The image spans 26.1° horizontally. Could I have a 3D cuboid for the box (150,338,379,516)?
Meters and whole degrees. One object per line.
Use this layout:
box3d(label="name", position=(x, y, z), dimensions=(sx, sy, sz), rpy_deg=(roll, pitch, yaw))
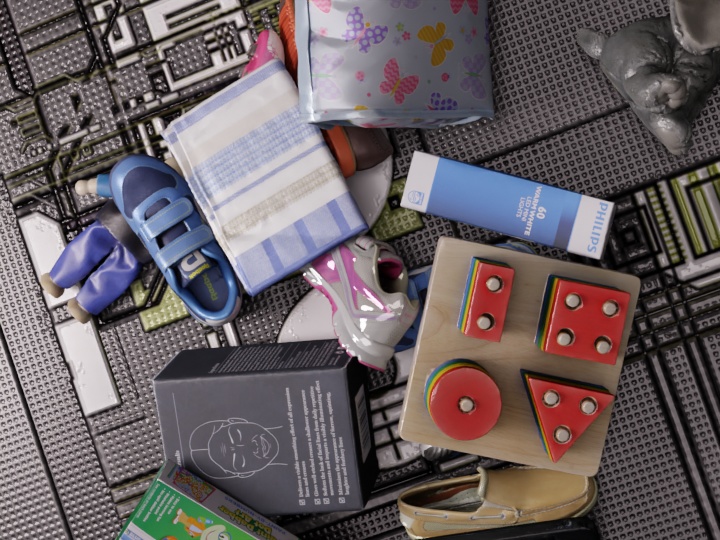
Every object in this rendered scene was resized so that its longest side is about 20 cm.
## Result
box3d(label="box", position=(-0.092, 0.158, 1.557), dimensions=(0.198, 0.107, 0.150), rpy_deg=(-4, 103, 10))

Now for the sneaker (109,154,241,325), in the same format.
box3d(label="sneaker", position=(-0.179, -0.030, 1.565), dimensions=(0.074, 0.082, 0.201), rpy_deg=(-35, 103, -2))

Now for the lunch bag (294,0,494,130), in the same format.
box3d(label="lunch bag", position=(0.020, -0.223, 1.497), dimensions=(0.127, 0.199, 0.171), rpy_deg=(-3, 92, 53))

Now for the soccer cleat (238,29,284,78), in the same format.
box3d(label="soccer cleat", position=(-0.093, -0.142, 1.595), dimensions=(0.086, 0.070, 0.202), rpy_deg=(12, 91, -12))

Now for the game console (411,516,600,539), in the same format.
box3d(label="game console", position=(0.147, 0.333, 1.527), dimensions=(0.198, 0.176, 0.117), rpy_deg=(-10, 61, 10))

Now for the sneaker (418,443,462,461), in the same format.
box3d(label="sneaker", position=(0.132, 0.112, 1.551), dimensions=(0.200, 0.076, 0.077), rpy_deg=(-41, 77, -1))

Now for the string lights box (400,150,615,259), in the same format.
box3d(label="string lights box", position=(0.147, -0.064, 1.524), dimensions=(0.198, 0.103, 0.059), rpy_deg=(16, 93, 11))

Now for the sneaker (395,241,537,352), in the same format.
box3d(label="sneaker", position=(0.082, 0.024, 1.549), dimensions=(0.199, 0.082, 0.074), rpy_deg=(-26, 87, 12))

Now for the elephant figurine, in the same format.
box3d(label="elephant figurine", position=(0.340, -0.217, 1.478), dimensions=(0.200, 0.142, 0.155), rpy_deg=(-40, 111, 8))

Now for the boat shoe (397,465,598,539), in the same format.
box3d(label="boat shoe", position=(0.133, 0.225, 1.533), dimensions=(0.198, 0.076, 0.072), rpy_deg=(-16, 44, 10))

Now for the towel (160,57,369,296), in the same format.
box3d(label="towel", position=(-0.095, -0.092, 1.533), dimensions=(0.146, 0.024, 0.201), rpy_deg=(-31, 79, 12))

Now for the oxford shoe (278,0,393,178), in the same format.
box3d(label="oxford shoe", position=(-0.028, -0.194, 1.584), dimensions=(0.072, 0.071, 0.201), rpy_deg=(-19, 86, -16))

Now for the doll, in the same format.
box3d(label="doll", position=(-0.248, -0.043, 1.624), dimensions=(0.136, 0.048, 0.200), rpy_deg=(44, 97, -8))

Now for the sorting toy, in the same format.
box3d(label="sorting toy", position=(0.154, 0.086, 1.469), dimensions=(0.198, 0.070, 0.200), rpy_deg=(11, 96, -6))

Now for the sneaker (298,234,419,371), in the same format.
box3d(label="sneaker", position=(0.000, 0.000, 1.541), dimensions=(0.088, 0.081, 0.201), rpy_deg=(-42, 59, 17))

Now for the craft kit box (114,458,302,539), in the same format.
box3d(label="craft kit box", position=(-0.158, 0.316, 1.543), dimensions=(0.197, 0.049, 0.201), rpy_deg=(30, 114, -7))
